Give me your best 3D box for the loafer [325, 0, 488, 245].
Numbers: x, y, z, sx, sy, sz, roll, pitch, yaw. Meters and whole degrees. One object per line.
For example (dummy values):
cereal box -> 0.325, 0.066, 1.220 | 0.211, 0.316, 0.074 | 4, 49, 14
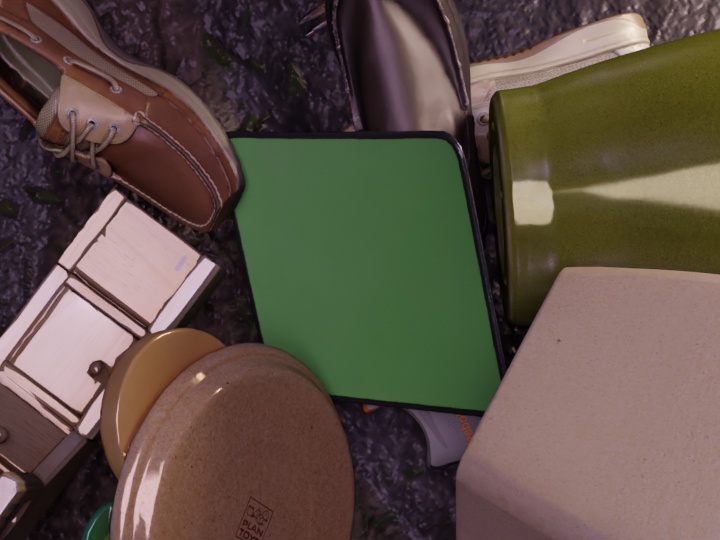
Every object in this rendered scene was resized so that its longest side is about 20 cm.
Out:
loafer -> 0.033, -0.085, 1.488 | 0.073, 0.071, 0.200 | -17, 110, 5

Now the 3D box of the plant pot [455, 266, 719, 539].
plant pot -> 0.155, 0.112, 1.398 | 0.177, 0.200, 0.200 | 22, 63, 16

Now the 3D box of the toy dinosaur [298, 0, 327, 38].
toy dinosaur -> -0.060, -0.204, 1.566 | 0.200, 0.135, 0.086 | 35, 93, 35

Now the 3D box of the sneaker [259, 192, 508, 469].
sneaker -> 0.007, 0.029, 1.552 | 0.079, 0.074, 0.200 | -43, 84, 5

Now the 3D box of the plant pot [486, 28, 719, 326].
plant pot -> 0.169, -0.040, 1.479 | 0.192, 0.200, 0.201 | -4, 85, -1

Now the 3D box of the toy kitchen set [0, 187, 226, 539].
toy kitchen set -> -0.138, 0.077, 1.499 | 0.163, 0.180, 0.200 | 36, 88, 4

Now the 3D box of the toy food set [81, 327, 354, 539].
toy food set -> -0.077, 0.137, 1.496 | 0.049, 0.200, 0.198 | 7, 84, 39

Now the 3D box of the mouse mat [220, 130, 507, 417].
mouse mat -> 0.000, 0.000, 1.498 | 0.008, 0.200, 0.161 | -23, 108, -39

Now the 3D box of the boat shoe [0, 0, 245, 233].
boat shoe -> -0.157, -0.091, 1.555 | 0.200, 0.076, 0.074 | 41, 45, 14

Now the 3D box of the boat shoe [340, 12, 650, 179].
boat shoe -> 0.080, -0.086, 1.559 | 0.200, 0.072, 0.065 | -20, 83, -5
